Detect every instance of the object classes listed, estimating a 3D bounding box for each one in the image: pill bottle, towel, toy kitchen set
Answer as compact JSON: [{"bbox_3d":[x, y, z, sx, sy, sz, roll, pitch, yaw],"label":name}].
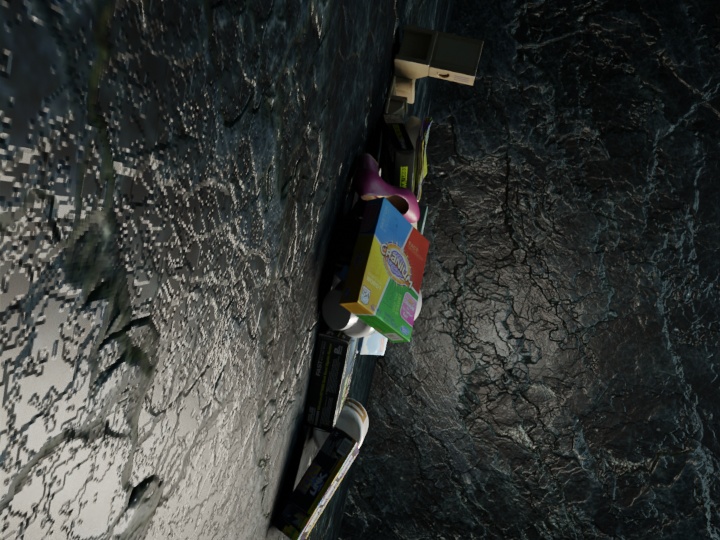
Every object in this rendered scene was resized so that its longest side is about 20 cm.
[{"bbox_3d":[0.020,0.062,1.011,0.199,0.110,0.113,-5,111,-50],"label":"pill bottle"},{"bbox_3d":[-0.039,0.357,1.260,0.200,0.113,0.116,44,59,-82],"label":"pill bottle"},{"bbox_3d":[0.133,-0.240,1.168,0.201,0.022,0.146,-67,162,-61],"label":"towel"},{"bbox_3d":[0.156,-0.403,1.215,0.200,0.178,0.166,53,52,-82],"label":"toy kitchen set"}]

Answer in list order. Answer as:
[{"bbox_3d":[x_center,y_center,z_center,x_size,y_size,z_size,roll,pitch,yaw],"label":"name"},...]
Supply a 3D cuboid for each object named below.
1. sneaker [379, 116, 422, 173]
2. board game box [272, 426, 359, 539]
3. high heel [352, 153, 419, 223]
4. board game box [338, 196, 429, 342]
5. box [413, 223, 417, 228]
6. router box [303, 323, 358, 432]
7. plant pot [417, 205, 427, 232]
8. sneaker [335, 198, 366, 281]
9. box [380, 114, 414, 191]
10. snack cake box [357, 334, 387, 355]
[{"bbox_3d":[0.111,-0.281,1.286,0.077,0.080,0.200,-64,-176,-31],"label":"sneaker"},{"bbox_3d":[-0.078,0.411,1.047,0.201,0.056,0.166,-55,167,-20],"label":"board game box"},{"bbox_3d":[0.050,-0.122,1.013,0.199,0.067,0.097,36,43,-39],"label":"high heel"},{"bbox_3d":[0.047,0.000,0.938,0.153,0.040,0.203,38,56,-40],"label":"board game box"},{"bbox_3d":[0.086,-0.017,1.415,0.162,0.021,0.203,-22,120,-31],"label":"box"},{"bbox_3d":[-0.051,0.190,1.073,0.150,0.061,0.203,-56,158,-69],"label":"router box"},{"bbox_3d":[0.107,-0.097,1.559,0.200,0.132,0.204,12,90,-83],"label":"plant pot"},{"bbox_3d":[0.001,-0.069,0.985,0.201,0.070,0.083,-73,170,-45],"label":"sneaker"},{"bbox_3d":[0.075,-0.205,1.159,0.201,0.047,0.195,-99,-170,-54],"label":"box"},{"bbox_3d":[0.027,0.086,1.304,0.115,0.066,0.203,-139,-122,-62],"label":"snack cake box"}]
